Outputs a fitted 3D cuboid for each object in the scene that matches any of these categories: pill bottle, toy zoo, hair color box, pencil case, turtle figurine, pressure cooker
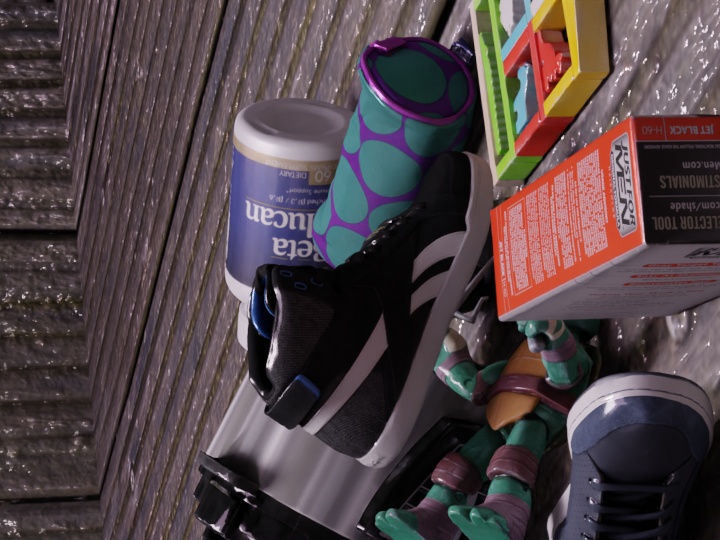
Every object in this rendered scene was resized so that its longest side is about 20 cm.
[{"bbox_3d":[-0.055,-0.031,1.694,0.111,0.110,0.201,-120,31,-61],"label":"pill bottle"},{"bbox_3d":[0.109,-0.149,1.235,0.200,0.020,0.132,124,142,-66],"label":"toy zoo"},{"bbox_3d":[0.139,-0.021,0.975,0.200,0.101,0.062,147,121,-72],"label":"hair color box"},{"bbox_3d":[0.022,-0.078,1.450,0.093,0.085,0.200,61,153,28],"label":"pencil case"},{"bbox_3d":[0.086,0.065,1.147,0.201,0.100,0.150,-65,12,-27],"label":"turtle figurine"},{"bbox_3d":[-0.007,0.127,1.300,0.201,0.175,0.179,-62,0,-3],"label":"pressure cooker"}]

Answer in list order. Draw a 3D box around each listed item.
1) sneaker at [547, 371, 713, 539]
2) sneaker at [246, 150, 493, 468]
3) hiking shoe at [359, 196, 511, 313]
[{"bbox_3d":[0.136,0.152,1.020,0.203,0.076,0.147,93,179,-55],"label":"sneaker"},{"bbox_3d":[0.000,0.000,1.160,0.073,0.111,0.201,-37,30,61],"label":"sneaker"},{"bbox_3d":[0.041,-0.013,1.348,0.200,0.100,0.076,146,122,-73],"label":"hiking shoe"}]
